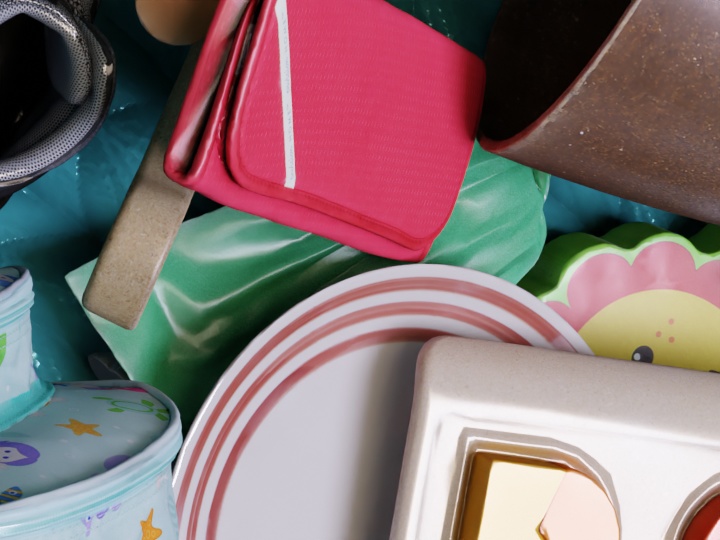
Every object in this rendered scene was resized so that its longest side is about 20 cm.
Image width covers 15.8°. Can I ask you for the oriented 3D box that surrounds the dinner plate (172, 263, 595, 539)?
[{"bbox_3d":[0.014,0.097,0.904,0.200,0.024,0.201,-2,94,-32],"label":"dinner plate"}]

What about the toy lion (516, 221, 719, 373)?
[{"bbox_3d":[0.139,0.058,1.010,0.192,0.069,0.200,-41,113,-10],"label":"toy lion"}]

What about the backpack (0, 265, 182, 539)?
[{"bbox_3d":[-0.149,0.075,0.760,0.178,0.200,0.151,-26,119,-68],"label":"backpack"}]

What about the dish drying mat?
[{"bbox_3d":[-0.003,-0.047,0.815,0.200,0.018,0.077,17,91,-68],"label":"dish drying mat"}]

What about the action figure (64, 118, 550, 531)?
[{"bbox_3d":[0.000,0.000,0.930,0.200,0.055,0.118,-34,108,-21],"label":"action figure"}]

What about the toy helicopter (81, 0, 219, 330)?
[{"bbox_3d":[-0.040,-0.073,0.824,0.079,0.132,0.200,24,63,-7],"label":"toy helicopter"}]

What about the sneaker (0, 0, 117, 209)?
[{"bbox_3d":[-0.104,-0.099,0.826,0.075,0.114,0.200,20,88,-20],"label":"sneaker"}]

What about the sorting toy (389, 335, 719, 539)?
[{"bbox_3d":[0.094,0.132,0.902,0.185,0.036,0.200,9,88,-20],"label":"sorting toy"}]

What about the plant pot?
[{"bbox_3d":[0.171,-0.081,0.906,0.200,0.187,0.187,27,83,-13],"label":"plant pot"}]
